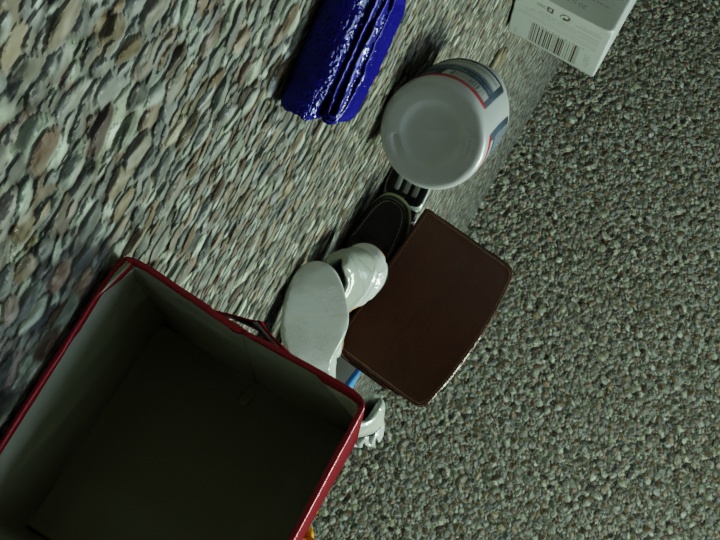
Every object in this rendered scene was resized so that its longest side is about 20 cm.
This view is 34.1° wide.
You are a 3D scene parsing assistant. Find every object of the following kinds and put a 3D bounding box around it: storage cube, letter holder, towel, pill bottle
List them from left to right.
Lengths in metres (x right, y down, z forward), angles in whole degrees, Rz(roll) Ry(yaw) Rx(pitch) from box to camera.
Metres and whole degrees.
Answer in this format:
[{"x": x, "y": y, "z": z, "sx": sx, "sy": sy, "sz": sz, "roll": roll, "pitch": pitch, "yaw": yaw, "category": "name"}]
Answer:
[{"x": -0.111, "y": 0.126, "z": 0.726, "sx": 0.202, "sy": 0.169, "sz": 0.180, "roll": -60, "pitch": 174, "yaw": -12, "category": "storage cube"}, {"x": 0.016, "y": -0.199, "z": 0.854, "sx": 0.202, "sy": 0.049, "sz": 0.148, "roll": -63, "pitch": 172, "yaw": 13, "category": "towel"}, {"x": 0.083, "y": 0.056, "z": 1.420, "sx": 0.201, "sy": 0.141, "sz": 0.101, "roll": -55, "pitch": 168, "yaw": -7, "category": "letter holder"}, {"x": 0.103, "y": -0.171, "z": 1.307, "sx": 0.121, "sy": 0.118, "sz": 0.200, "roll": -63, "pitch": 172, "yaw": 24, "category": "pill bottle"}]

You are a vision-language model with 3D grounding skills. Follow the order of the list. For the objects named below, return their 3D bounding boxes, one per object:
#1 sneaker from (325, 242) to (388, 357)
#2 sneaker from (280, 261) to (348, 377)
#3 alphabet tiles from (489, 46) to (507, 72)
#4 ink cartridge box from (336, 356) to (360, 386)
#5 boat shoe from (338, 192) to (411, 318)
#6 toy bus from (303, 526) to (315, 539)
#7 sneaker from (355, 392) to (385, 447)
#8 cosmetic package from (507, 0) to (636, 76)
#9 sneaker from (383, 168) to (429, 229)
[{"x": -0.053, "y": 0.052, "z": 1.335, "sx": 0.091, "sy": 0.075, "sz": 0.202, "roll": 2, "pitch": 122, "yaw": -58, "category": "sneaker"}, {"x": -0.056, "y": 0.090, "z": 1.267, "sx": 0.088, "sy": 0.074, "sz": 0.204, "roll": -160, "pitch": -111, "yaw": -75, "category": "sneaker"}, {"x": 0.202, "y": -0.290, "z": 2.023, "sx": 0.168, "sy": 0.006, "sz": 0.201, "roll": -58, "pitch": 172, "yaw": -26, "category": "alphabet tiles"}, {"x": -0.088, "y": 0.205, "z": 1.495, "sx": 0.146, "sy": 0.083, "sz": 0.202, "roll": -50, "pitch": 167, "yaw": -55, "category": "ink cartridge box"}, {"x": 0.000, "y": 0.000, "z": 1.431, "sx": 0.202, "sy": 0.072, "sz": 0.065, "roll": -62, "pitch": 178, "yaw": 10, "category": "boat shoe"}, {"x": -0.114, "y": 0.292, "z": 1.370, "sx": 0.199, "sy": 0.135, "sz": 0.195, "roll": 13, "pitch": 100, "yaw": -54, "category": "toy bus"}, {"x": -0.052, "y": 0.223, "z": 1.673, "sx": 0.197, "sy": 0.076, "sz": 0.082, "roll": -16, "pitch": 148, "yaw": -24, "category": "sneaker"}, {"x": 0.351, "y": -0.449, "z": 1.820, "sx": 0.202, "sy": 0.163, "sz": 0.165, "roll": -60, "pitch": 173, "yaw": -11, "category": "cosmetic package"}, {"x": 0.038, "y": -0.043, "z": 1.545, "sx": 0.202, "sy": 0.075, "sz": 0.116, "roll": -61, "pitch": 176, "yaw": -2, "category": "sneaker"}]
